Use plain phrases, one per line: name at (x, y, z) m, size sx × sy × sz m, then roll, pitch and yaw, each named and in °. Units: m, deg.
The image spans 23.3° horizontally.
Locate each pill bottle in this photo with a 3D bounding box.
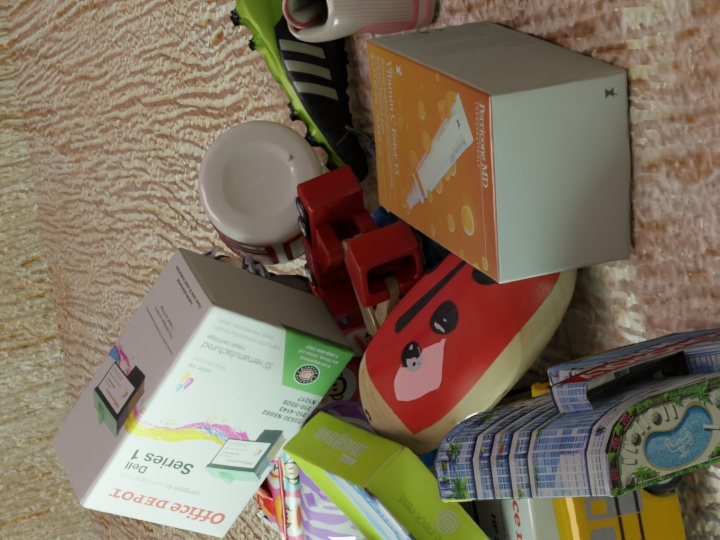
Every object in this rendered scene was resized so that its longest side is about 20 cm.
pill bottle at (-0.084, -0.063, 1.579) m, size 0.200 × 0.109 × 0.110 m, roll 86°, pitch 170°, yaw -82°

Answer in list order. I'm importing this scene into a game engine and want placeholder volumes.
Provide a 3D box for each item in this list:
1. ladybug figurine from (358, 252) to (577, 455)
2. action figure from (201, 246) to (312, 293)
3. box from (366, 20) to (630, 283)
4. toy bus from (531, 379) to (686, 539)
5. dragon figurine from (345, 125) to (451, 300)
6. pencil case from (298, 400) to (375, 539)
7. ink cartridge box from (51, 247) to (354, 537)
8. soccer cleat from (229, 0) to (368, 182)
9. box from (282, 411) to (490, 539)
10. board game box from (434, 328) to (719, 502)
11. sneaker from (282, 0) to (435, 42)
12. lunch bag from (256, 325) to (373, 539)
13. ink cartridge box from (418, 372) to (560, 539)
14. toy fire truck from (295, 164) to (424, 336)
ladybug figurine at (0.068, 0.042, 1.203) m, size 0.200 × 0.072 × 0.136 m, roll -47°, pitch 21°, yaw 21°
action figure at (-0.077, 0.017, 1.526) m, size 0.130 × 0.199 × 0.070 m, roll 168°, pitch 104°, yaw -73°
box at (0.088, -0.085, 1.160) m, size 0.200 × 0.097 × 0.125 m, roll -144°, pitch 46°, yaw -62°
toy bus at (0.166, 0.164, 1.094) m, size 0.065 × 0.078 × 0.201 m, roll -165°, pitch 64°, yaw -87°
dragon figurine at (0.044, -0.023, 1.378) m, size 0.099 × 0.059 × 0.201 m, roll -179°, pitch 78°, yaw -70°
pencil case at (-0.006, 0.199, 1.417) m, size 0.085 × 0.084 × 0.200 m, roll 30°, pitch 142°, yaw 34°
ink cartridge box at (-0.124, 0.100, 1.355) m, size 0.200 × 0.145 × 0.084 m, roll -55°, pitch 41°, yaw 18°
soccer cleat at (-0.036, -0.171, 1.514) m, size 0.200 × 0.081 × 0.068 m, roll 59°, pitch 175°, yaw -8°
box at (0.026, 0.166, 1.219) m, size 0.122 × 0.048 × 0.200 m, roll 49°, pitch 168°, yaw -16°
board game box at (0.171, 0.071, 0.939) m, size 0.200 × 0.199 × 0.062 m, roll -15°, pitch 87°, yaw 56°
sneaker at (-0.025, -0.237, 1.384) m, size 0.200 × 0.104 × 0.076 m, roll -130°, pitch 32°, yaw -55°
lunch bag at (-0.024, 0.144, 1.488) m, size 0.082 × 0.176 × 0.201 m, roll -131°, pitch 35°, yaw -54°
ink cartridge box at (0.117, 0.157, 1.239) m, size 0.200 × 0.084 × 0.147 m, roll -166°, pitch 67°, yaw -70°
toy fire truck at (0.000, 0.000, 1.326) m, size 0.200 × 0.049 × 0.141 m, roll 86°, pitch 160°, yaw -55°
